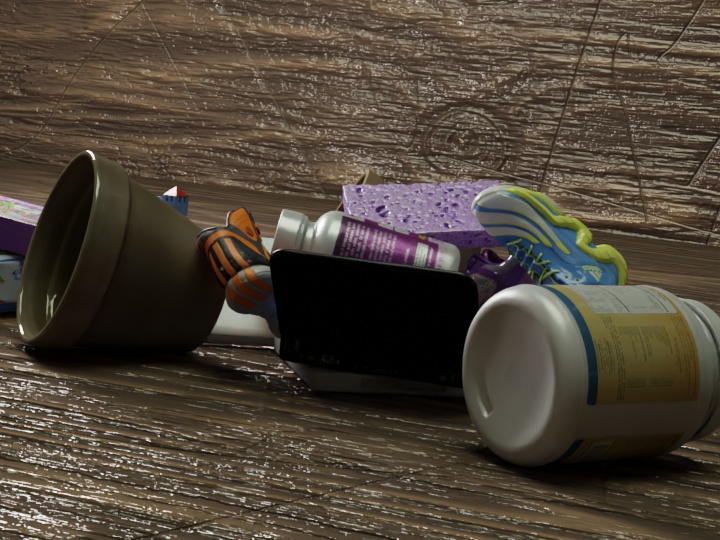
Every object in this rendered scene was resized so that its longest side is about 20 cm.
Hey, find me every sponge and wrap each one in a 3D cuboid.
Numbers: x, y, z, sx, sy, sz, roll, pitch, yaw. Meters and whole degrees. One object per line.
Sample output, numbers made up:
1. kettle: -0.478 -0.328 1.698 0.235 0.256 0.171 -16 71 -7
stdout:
1. sponge: 0.083 -0.065 1.733 0.197 0.030 0.112 -3 35 -8

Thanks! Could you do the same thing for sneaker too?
1. sneaker: -0.094 -0.003 1.469 0.113 0.077 0.200 58 8 27
2. sneaker: 0.210 -0.017 1.609 0.198 0.076 0.106 26 37 -9
3. sneaker: 0.140 0.024 1.717 0.199 0.090 0.080 -19 -10 35

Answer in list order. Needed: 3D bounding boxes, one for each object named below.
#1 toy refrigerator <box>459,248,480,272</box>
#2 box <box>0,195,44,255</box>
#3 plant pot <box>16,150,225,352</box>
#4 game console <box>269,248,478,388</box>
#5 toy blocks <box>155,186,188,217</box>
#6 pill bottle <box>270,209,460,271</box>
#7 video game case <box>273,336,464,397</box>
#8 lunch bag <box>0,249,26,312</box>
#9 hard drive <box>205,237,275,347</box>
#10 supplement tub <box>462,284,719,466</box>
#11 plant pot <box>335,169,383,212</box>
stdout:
1. toy refrigerator: 0.088 -0.003 1.849 0.069 0.077 0.200 4 -13 -15
2. box: -0.375 -0.047 1.685 0.197 0.040 0.137 15 8 7
3. plant pot: -0.234 0.001 1.484 0.172 0.202 0.199 20 0 -28
4. game console: 0.028 0.039 1.394 0.197 0.118 0.176 8 8 16
5. toy blocks: -0.275 -0.037 1.860 0.099 0.139 0.199 10 9 35
6. pill bottle: 0.000 0.000 1.573 0.198 0.114 0.112 16 6 -3
7. video game case: 0.017 0.096 1.491 0.180 0.022 0.200 4 7 -15
8. lunch bag: -0.454 0.001 1.688 0.198 0.077 0.159 11 11 35
9. hard drive: -0.087 0.024 1.621 0.197 0.133 0.027 4 -35 -11
10. supplement tub: 0.200 0.085 1.211 0.198 0.147 0.144 1 8 -33
11. plant pot: -0.007 -0.020 1.863 0.092 0.202 0.201 33 5 -6
